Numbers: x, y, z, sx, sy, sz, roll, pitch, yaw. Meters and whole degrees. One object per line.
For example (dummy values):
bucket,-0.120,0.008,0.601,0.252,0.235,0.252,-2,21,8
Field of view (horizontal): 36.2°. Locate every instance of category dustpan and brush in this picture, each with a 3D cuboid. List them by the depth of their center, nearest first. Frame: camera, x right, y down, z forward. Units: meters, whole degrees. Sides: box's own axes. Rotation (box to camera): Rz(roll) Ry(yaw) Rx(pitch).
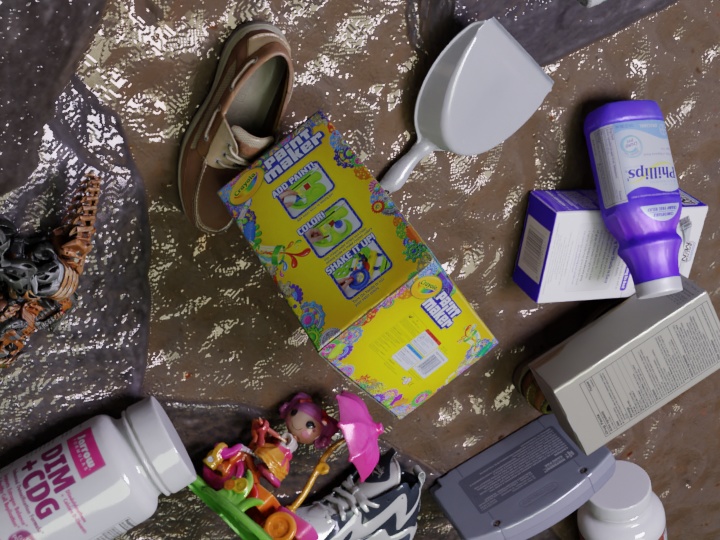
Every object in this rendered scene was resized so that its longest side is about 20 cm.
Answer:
dustpan and brush,0.086,-0.141,1.080,0.139,0.057,0.200,32,95,-47

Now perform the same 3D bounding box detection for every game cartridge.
game cartridge,0.192,0.248,1.291,0.199,0.133,0.041,-29,118,-6

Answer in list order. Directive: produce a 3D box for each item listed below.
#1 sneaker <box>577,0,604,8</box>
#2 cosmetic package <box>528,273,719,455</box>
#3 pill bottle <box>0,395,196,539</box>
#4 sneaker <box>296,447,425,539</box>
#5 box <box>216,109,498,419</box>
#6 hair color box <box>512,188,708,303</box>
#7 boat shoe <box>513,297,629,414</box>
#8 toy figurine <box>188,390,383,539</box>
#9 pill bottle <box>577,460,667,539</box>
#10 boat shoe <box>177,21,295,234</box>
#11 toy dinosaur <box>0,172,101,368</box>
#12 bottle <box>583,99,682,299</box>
sneaker,0.244,-0.334,0.992,0.118,0.074,0.201,-30,157,-4
cosmetic package,0.297,0.100,1.212,0.199,0.071,0.106,-31,116,-3
pill bottle,-0.269,0.212,1.072,0.199,0.113,0.114,-30,125,-8
sneaker,-0.008,0.254,1.236,0.198,0.080,0.130,10,111,-28
box,0.000,0.000,0.987,0.122,0.193,0.200,-38,149,3
hair color box,0.275,-0.030,1.215,0.199,0.065,0.110,-2,117,-22
boat shoe,0.278,0.102,1.287,0.200,0.068,0.072,-36,124,-3
toy figurine,-0.068,0.199,1.150,0.184,0.200,0.150,-46,151,-19
pill bottle,0.341,0.347,1.428,0.112,0.112,0.201,-23,124,-11
boat shoe,-0.111,-0.120,0.982,0.075,0.072,0.201,7,114,-27
toy dinosaur,-0.297,-0.003,0.970,0.135,0.102,0.201,25,87,-48
bottle,0.287,-0.073,1.132,0.083,0.065,0.201,-6,80,-23
